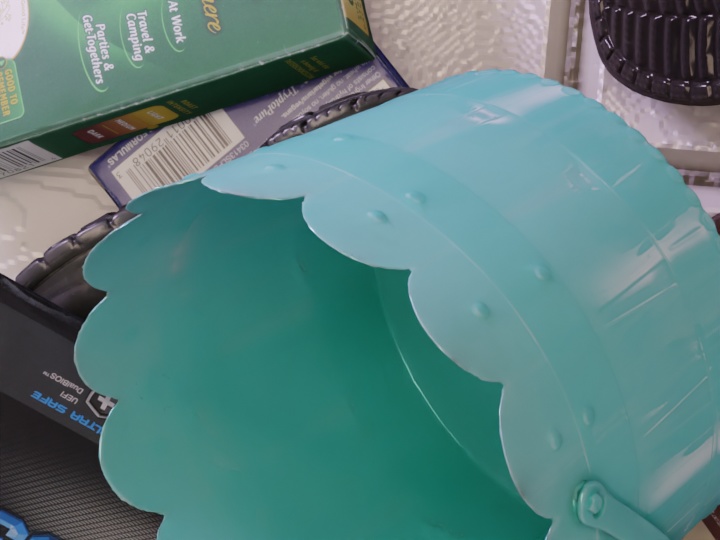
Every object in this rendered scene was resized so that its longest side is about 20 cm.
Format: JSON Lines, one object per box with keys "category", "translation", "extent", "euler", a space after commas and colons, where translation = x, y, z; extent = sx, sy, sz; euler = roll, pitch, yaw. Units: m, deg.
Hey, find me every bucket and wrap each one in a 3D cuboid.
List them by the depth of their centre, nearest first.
{"category": "bucket", "translation": [0.022, 0.040, 0.824], "extent": [0.135, 0.207, 0.207], "euler": [-28, 81, -38]}

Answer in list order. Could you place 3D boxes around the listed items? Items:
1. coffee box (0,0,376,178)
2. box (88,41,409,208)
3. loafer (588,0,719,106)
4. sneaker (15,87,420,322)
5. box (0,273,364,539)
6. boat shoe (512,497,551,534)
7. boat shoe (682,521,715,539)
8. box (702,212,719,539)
{"category": "coffee box", "translation": [-0.101, -0.112, 0.987], "extent": [0.199, 0.044, 0.123], "euler": [-18, 74, 14]}
{"category": "box", "translation": [0.000, 0.000, 0.990], "extent": [0.121, 0.032, 0.200], "euler": [-39, 81, 6]}
{"category": "loafer", "translation": [0.173, -0.099, 0.927], "extent": [0.200, 0.071, 0.073], "euler": [1, 95, 42]}
{"category": "sneaker", "translation": [-0.052, 0.006, 0.950], "extent": [0.199, 0.076, 0.091], "euler": [-25, 92, 11]}
{"category": "box", "translation": [-0.091, 0.115, 0.907], "extent": [0.200, 0.046, 0.159], "euler": [31, 77, -15]}
{"category": "boat shoe", "translation": [0.043, 0.149, 0.946], "extent": [0.072, 0.069, 0.200], "euler": [37, 99, -16]}
{"category": "boat shoe", "translation": [0.135, 0.097, 0.941], "extent": [0.062, 0.071, 0.201], "euler": [22, 85, -5]}
{"category": "box", "translation": [0.185, 0.003, 0.898], "extent": [0.200, 0.075, 0.100], "euler": [-32, 82, -25]}
